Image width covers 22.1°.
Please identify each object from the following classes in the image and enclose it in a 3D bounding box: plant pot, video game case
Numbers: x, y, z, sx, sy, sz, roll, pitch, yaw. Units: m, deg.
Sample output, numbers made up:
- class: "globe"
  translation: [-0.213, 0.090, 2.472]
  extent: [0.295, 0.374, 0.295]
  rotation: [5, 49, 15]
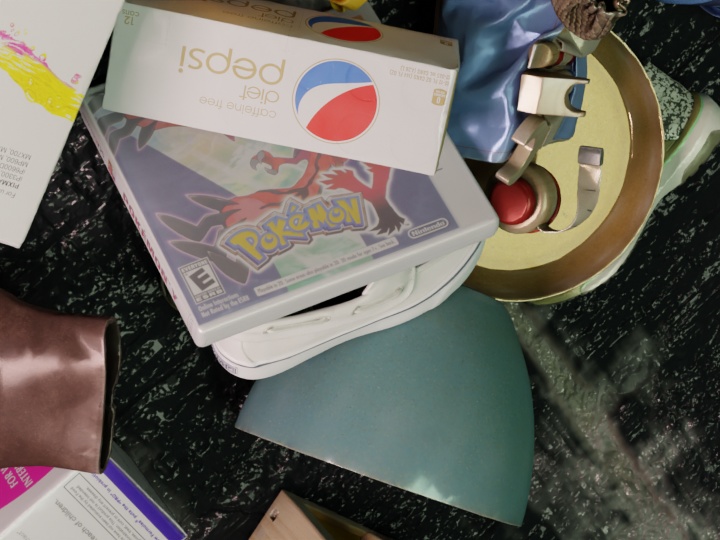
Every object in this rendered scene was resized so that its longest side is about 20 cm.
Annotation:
- class: "plant pot"
  translation: [0.106, -0.080, 1.240]
  extent: [0.198, 0.027, 0.202]
  rotation: [-2, 100, -11]
- class: "plant pot"
  translation: [0.032, 0.072, 1.219]
  extent: [0.199, 0.200, 0.136]
  rotation: [22, 84, -36]
- class: "video game case"
  translation: [-0.044, -0.065, 1.107]
  extent: [0.199, 0.183, 0.023]
  rotation: [-21, 154, -19]

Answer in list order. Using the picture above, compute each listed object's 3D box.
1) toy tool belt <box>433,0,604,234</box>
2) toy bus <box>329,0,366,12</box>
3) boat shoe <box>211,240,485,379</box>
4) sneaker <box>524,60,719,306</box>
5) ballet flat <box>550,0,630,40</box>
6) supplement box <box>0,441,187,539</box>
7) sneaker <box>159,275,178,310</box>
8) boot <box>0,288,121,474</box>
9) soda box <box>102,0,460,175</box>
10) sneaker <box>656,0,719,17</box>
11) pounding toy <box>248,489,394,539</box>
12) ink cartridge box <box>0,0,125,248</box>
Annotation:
- class: "toy tool belt"
  translation: [0.089, -0.116, 1.146]
  extent: [0.123, 0.124, 0.202]
  rotation: [-18, 115, -62]
- class: "toy bus"
  translation: [-0.015, -0.224, 1.084]
  extent: [0.200, 0.136, 0.192]
  rotation: [-44, 143, -1]
- class: "boat shoe"
  translation: [0.000, 0.000, 1.127]
  extent: [0.199, 0.074, 0.065]
  rotation: [-33, 160, -24]
- class: "sneaker"
  translation: [0.165, -0.066, 1.302]
  extent: [0.089, 0.077, 0.200]
  rotation: [40, 86, -21]
- class: "ballet flat"
  translation: [0.142, -0.219, 1.029]
  extent: [0.067, 0.046, 0.201]
  rotation: [-2, 125, -13]
- class: "supplement box"
  translation: [-0.228, 0.183, 1.165]
  extent: [0.200, 0.101, 0.103]
  rotation: [-43, 127, -6]
- class: "sneaker"
  translation: [-0.045, -0.044, 1.155]
  extent: [0.200, 0.090, 0.067]
  rotation: [-43, 94, -3]
- class: "boot"
  translation: [-0.232, 0.104, 1.092]
  extent: [0.165, 0.072, 0.201]
  rotation: [13, 105, 10]
- class: "soda box"
  translation: [-0.045, -0.114, 1.072]
  extent: [0.198, 0.064, 0.069]
  rotation: [11, 114, -2]
- class: "sneaker"
  translation: [0.280, -0.194, 1.292]
  extent: [0.199, 0.074, 0.083]
  rotation: [-7, 119, -26]
- class: "pounding toy"
  translation: [0.007, 0.237, 1.276]
  extent: [0.199, 0.184, 0.143]
  rotation: [30, 97, -37]
- class: "ink cartridge box"
  translation: [-0.225, -0.141, 0.977]
  extent: [0.144, 0.145, 0.201]
  rotation: [16, 104, -35]
